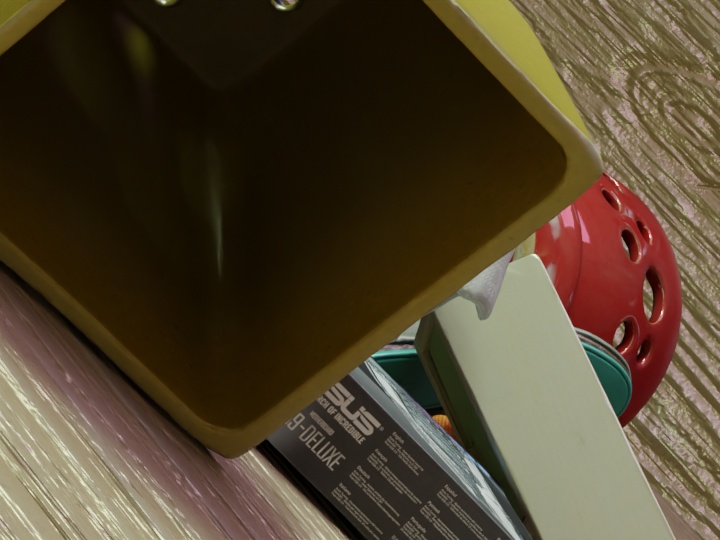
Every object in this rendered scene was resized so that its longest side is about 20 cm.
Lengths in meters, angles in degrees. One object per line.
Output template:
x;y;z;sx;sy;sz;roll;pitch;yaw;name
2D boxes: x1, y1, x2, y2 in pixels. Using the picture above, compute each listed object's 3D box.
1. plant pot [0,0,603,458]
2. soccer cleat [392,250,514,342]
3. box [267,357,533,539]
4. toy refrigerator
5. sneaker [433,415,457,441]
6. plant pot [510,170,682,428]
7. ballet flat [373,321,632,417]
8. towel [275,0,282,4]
-0.047;-0.091;1.100;0.195;0.194;0.200;44;19;-25;plant pot
-0.016;-0.003;1.375;0.070;0.199;0.087;39;51;-47;soccer cleat
-0.004;0.070;1.277;0.200;0.050;0.158;46;3;-15;box
0.095;0.102;1.400;0.076;0.070;0.201;104;-38;-70;toy refrigerator
0.089;0.126;1.520;0.073;0.077;0.200;41;5;-38;sneaker
0.080;0.006;1.753;0.201;0.200;0.182;48;8;30;plant pot
0.055;0.048;1.512;0.199;0.068;0.064;4;22;-31;ballet flat
-0.119;-0.207;1.425;0.200;0.049;0.112;45;2;18;towel
